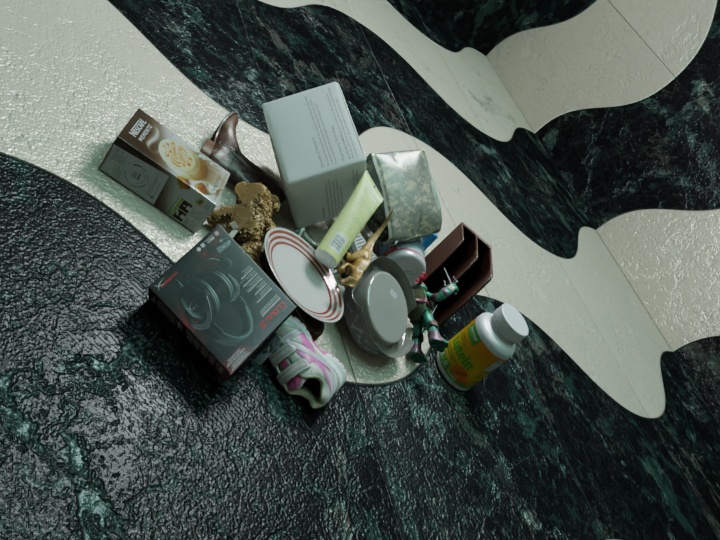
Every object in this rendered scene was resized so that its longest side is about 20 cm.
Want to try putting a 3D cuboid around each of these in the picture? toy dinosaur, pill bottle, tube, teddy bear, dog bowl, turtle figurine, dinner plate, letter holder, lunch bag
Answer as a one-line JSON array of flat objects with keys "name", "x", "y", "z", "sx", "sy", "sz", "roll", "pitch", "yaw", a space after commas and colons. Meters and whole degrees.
[{"name": "toy dinosaur", "x": 0.001, "y": -0.025, "z": 1.261, "sx": 0.061, "sy": 0.104, "sz": 0.202, "roll": 56, "pitch": 42, "yaw": -31}, {"name": "pill bottle", "x": 0.269, "y": 0.165, "z": 1.429, "sx": 0.110, "sy": 0.200, "sz": 0.113, "roll": 30, "pitch": 33, "yaw": -23}, {"name": "tube", "x": -0.018, "y": -0.095, "z": 1.256, "sx": 0.051, "sy": 0.058, "sz": 0.202, "roll": 28, "pitch": 63, "yaw": 8}, {"name": "teddy bear", "x": -0.214, "y": -0.070, "z": 1.200, "sx": 0.141, "sy": 0.068, "sz": 0.204, "roll": -7, "pitch": 52, "yaw": -3}, {"name": "dog bowl", "x": 0.040, "y": 0.078, "z": 1.318, "sx": 0.198, "sy": 0.058, "sz": 0.206, "roll": 24, "pitch": 60, "yaw": -49}, {"name": "turtle figurine", "x": 0.144, "y": 0.092, "z": 1.424, "sx": 0.098, "sy": 0.151, "sz": 0.204, "roll": 17, "pitch": 49, "yaw": -15}, {"name": "dinner plate", "x": -0.104, "y": 0.012, "z": 1.163, "sx": 0.199, "sy": 0.024, "sz": 0.202, "roll": 42, "pitch": 24, "yaw": -23}, {"name": "letter holder", "x": 0.205, "y": 0.016, "z": 1.519, "sx": 0.100, "sy": 0.200, "sz": 0.144, "roll": 35, "pitch": 33, "yaw": -16}, {"name": "lunch bag", "x": 0.088, "y": -0.161, "z": 1.488, "sx": 0.161, "sy": 0.117, "sz": 0.205, "roll": -12, "pitch": 82, "yaw": -33}, {"name": "pill bottle", "x": 0.096, "y": -0.063, "z": 1.564, "sx": 0.107, "sy": 0.109, "sz": 0.203, "roll": 30, "pitch": 34, "yaw": -25}]

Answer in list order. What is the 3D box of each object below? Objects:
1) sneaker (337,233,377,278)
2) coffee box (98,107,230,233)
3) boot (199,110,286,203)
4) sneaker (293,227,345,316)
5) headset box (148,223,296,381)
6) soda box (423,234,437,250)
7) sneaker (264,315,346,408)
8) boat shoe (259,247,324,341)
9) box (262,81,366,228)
[{"name": "sneaker", "x": 0.000, "y": 0.000, "z": 1.414, "sx": 0.202, "sy": 0.078, "sz": 0.080, "roll": 57, "pitch": 27, "yaw": -36}, {"name": "coffee box", "x": -0.346, "y": -0.178, "z": 1.168, "sx": 0.198, "sy": 0.080, "sz": 0.116, "roll": 35, "pitch": 32, "yaw": -20}, {"name": "boot", "x": -0.232, "y": -0.226, "z": 1.379, "sx": 0.198, "sy": 0.064, "sz": 0.189, "roll": 35, "pitch": 46, "yaw": -14}, {"name": "sneaker", "x": -0.075, "y": 0.002, "z": 1.289, "sx": 0.200, "sy": 0.093, "sz": 0.070, "roll": 44, "pitch": 31, "yaw": -4}, {"name": "headset box", "x": -0.208, "y": 0.058, "z": 1.013, "sx": 0.200, "sy": 0.077, "sz": 0.149, "roll": 46, "pitch": 66, "yaw": 0}, {"name": "soda box", "x": 0.109, "y": -0.135, "z": 1.699, "sx": 0.198, "sy": 0.068, "sz": 0.065, "roll": 33, "pitch": 33, "yaw": -23}, {"name": "sneaker", "x": -0.109, "y": 0.151, "z": 1.090, "sx": 0.199, "sy": 0.081, "sz": 0.089, "roll": 40, "pitch": 30, "yaw": -11}, {"name": "boat shoe", "x": -0.124, "y": 0.034, "z": 1.217, "sx": 0.202, "sy": 0.070, "sz": 0.070, "roll": 56, "pitch": 31, "yaw": 12}, {"name": "box", "x": -0.092, "y": -0.235, "z": 1.363, "sx": 0.200, "sy": 0.167, "sz": 0.204, "roll": 87, "pitch": -17, "yaw": -68}]
